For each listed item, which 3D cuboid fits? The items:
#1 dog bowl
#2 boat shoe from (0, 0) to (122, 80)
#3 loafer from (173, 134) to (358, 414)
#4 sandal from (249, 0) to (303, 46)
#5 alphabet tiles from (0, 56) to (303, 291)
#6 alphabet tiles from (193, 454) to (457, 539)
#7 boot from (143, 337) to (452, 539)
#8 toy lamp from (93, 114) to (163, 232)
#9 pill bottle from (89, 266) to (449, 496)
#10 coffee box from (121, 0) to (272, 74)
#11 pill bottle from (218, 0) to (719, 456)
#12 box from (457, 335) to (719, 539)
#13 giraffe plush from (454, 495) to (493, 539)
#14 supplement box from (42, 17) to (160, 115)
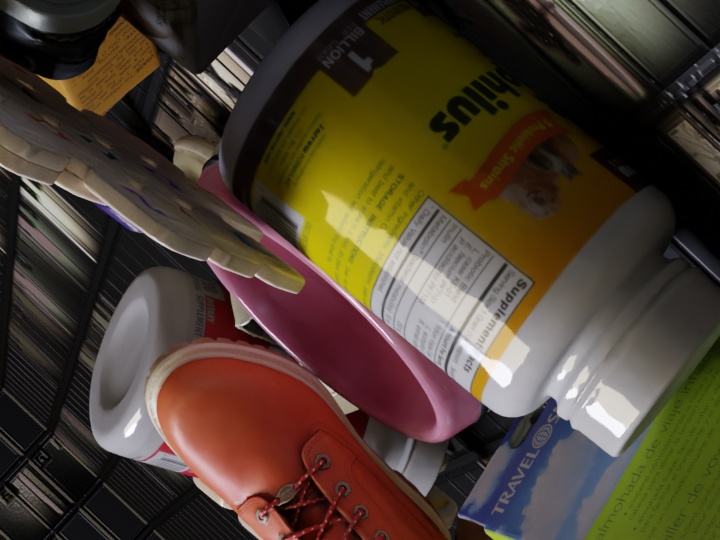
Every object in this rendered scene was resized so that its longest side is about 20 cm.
[{"bbox_3d":[0.000,0.000,0.946,0.200,0.074,0.200,38,164,13],"label":"dog bowl"},{"bbox_3d":[-0.176,-0.142,0.785,0.199,0.075,0.066,31,149,9],"label":"boat shoe"},{"bbox_3d":[-0.049,0.003,1.109,0.200,0.068,0.076,46,-177,24],"label":"loafer"},{"bbox_3d":[-0.103,-0.160,0.910,0.200,0.045,0.075,42,164,4],"label":"sandal"},{"bbox_3d":[-0.117,-0.050,0.800,0.195,0.015,0.200,37,-173,24],"label":"alphabet tiles"},{"bbox_3d":[-0.035,0.112,1.280,0.200,0.195,0.015,36,119,25],"label":"alphabet tiles"},{"bbox_3d":[-0.021,0.112,0.973,0.200,0.075,0.107,40,-171,-19],"label":"boot"},{"bbox_3d":[-0.168,-0.097,1.222,0.058,0.058,0.200,30,157,38],"label":"toy lamp"},{"bbox_3d":[-0.051,0.078,1.183,0.199,0.113,0.112,19,174,-24],"label":"pill bottle"},{"bbox_3d":[-0.117,-0.187,0.808,0.200,0.080,0.114,40,163,11],"label":"coffee box"},{"bbox_3d":[0.048,-0.019,0.792,0.200,0.109,0.109,39,164,12],"label":"pill bottle"},{"bbox_3d":[0.129,0.079,0.820,0.048,0.122,0.200,39,167,-20],"label":"box"},{"bbox_3d":[0.116,0.161,1.030,0.162,0.172,0.201,41,152,55],"label":"giraffe plush"},{"bbox_3d":[-0.165,-0.157,1.036,0.066,0.069,0.200,37,165,23],"label":"supplement box"}]
